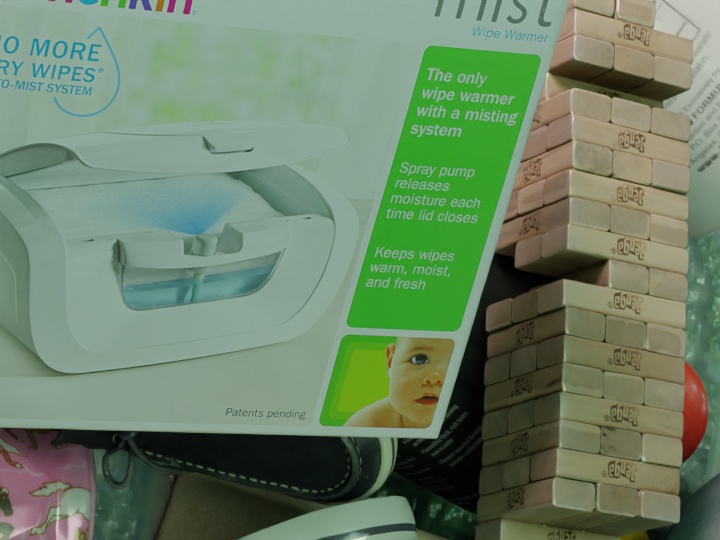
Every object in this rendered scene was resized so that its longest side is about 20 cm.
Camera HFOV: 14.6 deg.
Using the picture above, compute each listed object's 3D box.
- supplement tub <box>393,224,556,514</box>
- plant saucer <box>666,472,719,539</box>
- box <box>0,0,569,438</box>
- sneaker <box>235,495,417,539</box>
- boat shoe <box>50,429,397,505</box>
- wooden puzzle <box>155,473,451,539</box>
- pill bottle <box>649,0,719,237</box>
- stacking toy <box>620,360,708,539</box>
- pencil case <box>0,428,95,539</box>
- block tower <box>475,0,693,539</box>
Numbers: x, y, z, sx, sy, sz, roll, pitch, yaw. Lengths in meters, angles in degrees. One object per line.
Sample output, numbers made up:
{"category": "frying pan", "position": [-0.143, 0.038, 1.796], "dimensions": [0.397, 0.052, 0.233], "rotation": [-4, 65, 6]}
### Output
{"category": "supplement tub", "position": [0.000, 0.000, 1.068], "dimensions": [0.200, 0.122, 0.123], "rotation": [31, 76, -21]}
{"category": "plant saucer", "position": [0.124, 0.151, 1.100], "dimensions": [0.039, 0.201, 0.202], "rotation": [20, 78, 9]}
{"category": "box", "position": [-0.056, -0.047, 0.892], "dimensions": [0.199, 0.097, 0.177], "rotation": [4, 117, -27]}
{"category": "sneaker", "position": [-0.064, 0.147, 1.003], "dimensions": [0.199, 0.078, 0.080], "rotation": [-22, 77, 1]}
{"category": "boat shoe", "position": [-0.083, 0.038, 0.992], "dimensions": [0.199, 0.075, 0.062], "rotation": [26, 37, -4]}
{"category": "wooden puzzle", "position": [-0.017, 0.188, 1.044], "dimensions": [0.185, 0.046, 0.201], "rotation": [17, 81, 13]}
{"category": "pill bottle", "position": [0.086, -0.112, 1.116], "dimensions": [0.200, 0.114, 0.115], "rotation": [36, 74, -19]}
{"category": "stacking toy", "position": [0.083, 0.118, 1.128], "dimensions": [0.085, 0.085, 0.200], "rotation": [34, 71, -20]}
{"category": "pencil case", "position": [-0.192, 0.079, 0.998], "dimensions": [0.199, 0.083, 0.087], "rotation": [9, 75, -24]}
{"category": "block tower", "position": [0.081, 0.002, 1.010], "dimensions": [0.054, 0.058, 0.201], "rotation": [11, 73, -27]}
